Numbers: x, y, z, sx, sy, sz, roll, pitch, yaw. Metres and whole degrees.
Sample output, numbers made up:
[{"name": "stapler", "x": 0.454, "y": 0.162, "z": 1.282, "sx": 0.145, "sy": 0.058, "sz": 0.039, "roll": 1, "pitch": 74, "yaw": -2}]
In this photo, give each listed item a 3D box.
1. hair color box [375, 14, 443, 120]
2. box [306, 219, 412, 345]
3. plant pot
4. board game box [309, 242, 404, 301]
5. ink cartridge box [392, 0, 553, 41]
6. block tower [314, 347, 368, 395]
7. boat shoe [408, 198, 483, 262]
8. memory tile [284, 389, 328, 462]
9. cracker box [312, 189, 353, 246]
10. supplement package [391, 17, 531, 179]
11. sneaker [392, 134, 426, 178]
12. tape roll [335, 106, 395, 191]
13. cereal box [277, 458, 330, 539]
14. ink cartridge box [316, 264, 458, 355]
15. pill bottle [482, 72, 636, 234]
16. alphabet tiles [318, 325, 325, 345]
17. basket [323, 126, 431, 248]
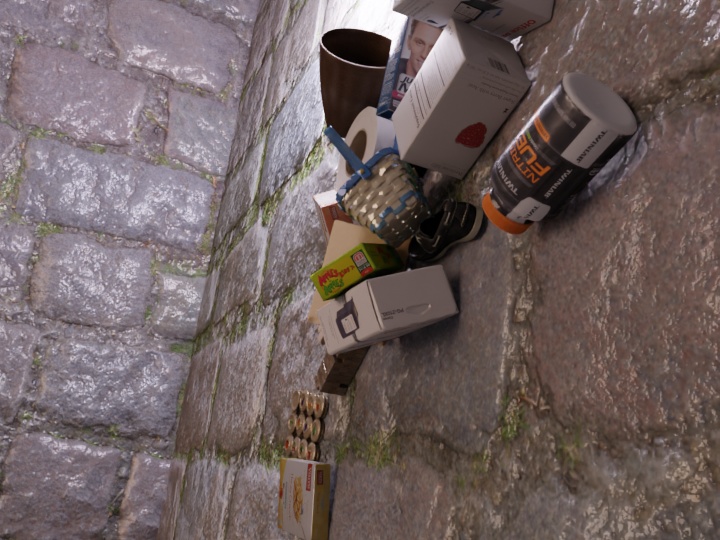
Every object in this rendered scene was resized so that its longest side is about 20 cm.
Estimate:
[{"name": "hair color box", "x": 0.104, "y": -0.377, "z": 1.319, "sx": 0.060, "sy": 0.100, "sz": 0.201, "roll": 2, "pitch": 79, "yaw": 67}, {"name": "box", "x": -0.002, "y": 0.020, "z": 1.291, "sx": 0.163, "sy": 0.021, "sz": 0.201, "roll": 15, "pitch": 88, "yaw": 24}, {"name": "plant pot", "x": -0.013, "y": -0.399, "z": 1.545, "sx": 0.187, "sy": 0.186, "sz": 0.200, "roll": -102, "pitch": 20, "yaw": -47}, {"name": "board game box", "x": 0.000, "y": 0.000, "z": 1.169, "sx": 0.101, "sy": 0.200, "sz": 0.048, "roll": -32, "pitch": 83, "yaw": 14}, {"name": "ink cartridge box", "x": 0.171, "y": -0.423, "z": 1.057, "sx": 0.146, "sy": 0.200, "sz": 0.086, "roll": 178, "pitch": 104, "yaw": -67}, {"name": "block tower", "x": -0.027, "y": 0.158, "z": 1.370, "sx": 0.054, "sy": 0.058, "sz": 0.200, "roll": -110, "pitch": 38, "yaw": -54}, {"name": "boat shoe", "x": 0.121, "y": -0.066, "z": 1.137, "sx": 0.200, "sy": 0.067, "sz": 0.072, "roll": 145, "pitch": 136, "yaw": -64}, {"name": "memory tile", "x": -0.122, "y": 0.341, "z": 1.535, "sx": 0.200, "sy": 0.017, "sz": 0.154, "roll": -12, "pitch": 66, "yaw": 66}, {"name": "cracker box", "x": -0.048, "y": -0.086, "z": 1.438, "sx": 0.200, "sy": 0.058, "sz": 0.134, "roll": -128, "pitch": 22, "yaw": -75}, {"name": "supplement package", "x": 0.152, "y": -0.266, "z": 1.109, "sx": 0.120, "sy": 0.121, "sz": 0.200, "roll": -97, "pitch": 30, "yaw": -41}, {"name": "sneaker", "x": 0.086, "y": -0.217, "z": 1.288, "sx": 0.078, "sy": 0.066, "sz": 0.200, "roll": 53, "pitch": 123, "yaw": 39}, {"name": "tape roll", "x": 0.020, "y": -0.237, "z": 1.476, "sx": 0.202, "sy": 0.071, "sz": 0.203, "roll": -45, "pitch": 38, "yaw": 51}, {"name": "cereal box", "x": -0.116, "y": 0.455, "z": 1.405, "sx": 0.200, "sy": 0.039, "sz": 0.144, "roll": 155, "pitch": 120, "yaw": -63}, {"name": "ink cartridge box", "x": 0.038, "y": 0.066, "z": 1.127, "sx": 0.200, "sy": 0.144, "sz": 0.085, "roll": -33, "pitch": 72, "yaw": 59}, {"name": "pill bottle", "x": 0.232, "y": -0.133, "z": 0.862, "sx": 0.200, "sy": 0.106, "sz": 0.106, "roll": 125, "pitch": 150, "yaw": -42}, {"name": "alphabet tiles", "x": -0.036, "y": 0.055, "z": 1.450, "sx": 0.200, "sy": 0.015, "sz": 0.196, "roll": -60, "pitch": 12, "yaw": 16}, {"name": "basket", "x": 0.023, "y": -0.146, "z": 1.190, "sx": 0.139, "sy": 0.176, "sz": 0.200, "roll": -45, "pitch": 72, "yaw": 5}]
